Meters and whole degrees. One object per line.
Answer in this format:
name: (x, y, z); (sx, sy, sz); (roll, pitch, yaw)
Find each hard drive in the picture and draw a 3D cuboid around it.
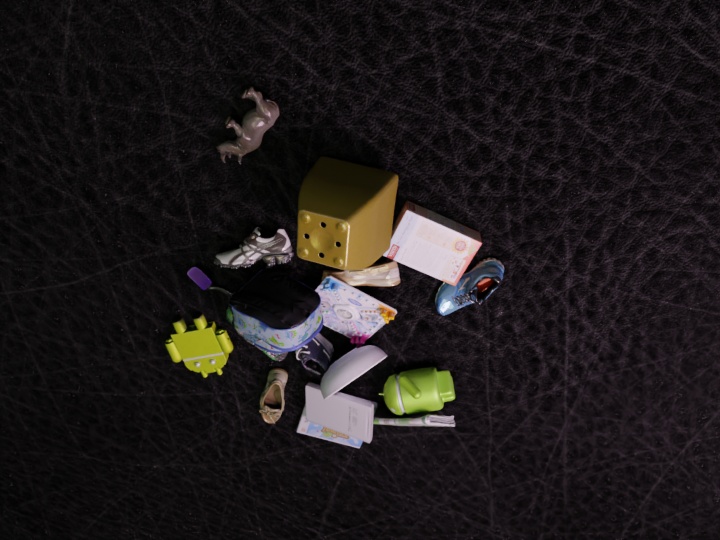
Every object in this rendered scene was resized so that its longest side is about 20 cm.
hard drive: (-0.059, 0.394, 1.769); (0.199, 0.027, 0.133); (15, 123, 20)

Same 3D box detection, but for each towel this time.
towel: (0.142, 0.411, 1.753); (0.199, 0.031, 0.149); (-10, 160, 38)

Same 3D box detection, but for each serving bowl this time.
serving bowl: (-0.029, 0.254, 1.668); (0.200, 0.200, 0.066); (-39, 81, 24)

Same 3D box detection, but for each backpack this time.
backpack: (-0.192, 0.107, 1.541); (0.199, 0.183, 0.148); (23, 137, 27)

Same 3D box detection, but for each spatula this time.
spatula: (-0.355, 0.055, 1.645); (0.199, 0.021, 0.056); (33, 139, -20)

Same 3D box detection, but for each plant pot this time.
plant pot: (-0.047, -0.106, 1.393); (0.193, 0.200, 0.197); (15, 124, 15)

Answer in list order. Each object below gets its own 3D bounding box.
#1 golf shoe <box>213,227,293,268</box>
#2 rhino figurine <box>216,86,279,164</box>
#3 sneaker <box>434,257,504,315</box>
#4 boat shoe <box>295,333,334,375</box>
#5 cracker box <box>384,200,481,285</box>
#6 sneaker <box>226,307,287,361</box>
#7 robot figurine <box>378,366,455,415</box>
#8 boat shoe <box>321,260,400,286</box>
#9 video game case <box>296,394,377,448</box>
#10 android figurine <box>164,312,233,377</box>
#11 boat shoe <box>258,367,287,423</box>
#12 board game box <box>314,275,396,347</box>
golf shoe: (-0.263, -0.058, 1.551); (0.198, 0.078, 0.095); (-7, 104, 6)
rhino figurine: (-0.251, -0.306, 1.393); (0.087, 0.060, 0.200); (27, 124, -25)
sneaker: (0.263, 0.049, 1.560); (0.200, 0.090, 0.078); (-38, 112, 25)
boat shoe: (-0.153, 0.189, 1.672); (0.200, 0.093, 0.075); (38, 121, -18)
cracker box: (0.168, -0.064, 1.516); (0.199, 0.058, 0.134); (22, 121, -11)
sneaker: (-0.265, 0.155, 1.651); (0.200, 0.078, 0.085); (47, 148, -3)
robot figurine: (0.152, 0.326, 1.724); (0.198, 0.117, 0.176); (-11, 152, 10)
boat shoe: (0.000, 0.000, 1.566); (0.198, 0.074, 0.070); (0, 99, 13)
video game case: (-0.070, 0.429, 1.860); (0.198, 0.022, 0.183); (16, 122, -6)
android figurine: (-0.436, 0.208, 1.738); (0.180, 0.041, 0.201); (-9, 119, 9)
boat shoe: (-0.251, 0.367, 1.809); (0.073, 0.063, 0.201); (9, 123, -3)
board game box: (-0.039, 0.111, 1.616); (0.199, 0.026, 0.200); (27, 141, -13)
